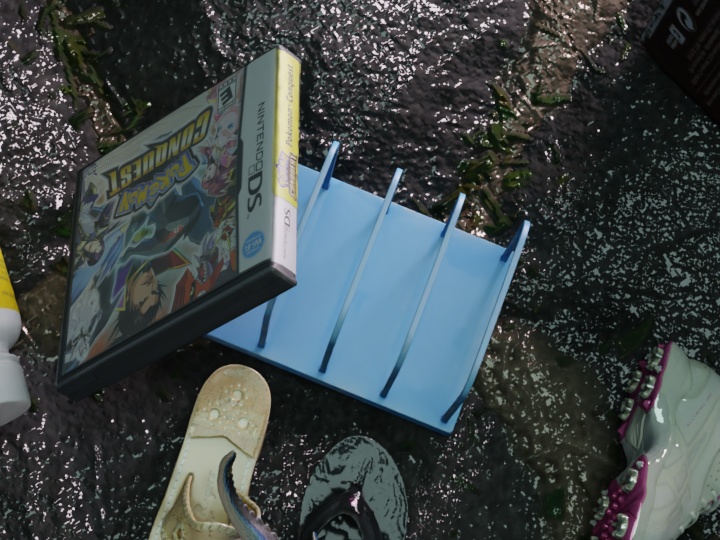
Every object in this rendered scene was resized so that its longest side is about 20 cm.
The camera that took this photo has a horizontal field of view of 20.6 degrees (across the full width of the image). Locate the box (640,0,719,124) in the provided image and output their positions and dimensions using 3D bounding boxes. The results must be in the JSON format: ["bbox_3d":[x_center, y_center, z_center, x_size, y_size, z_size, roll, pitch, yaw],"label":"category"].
[{"bbox_3d":[0.334,-0.195,1.402,0.200,0.166,0.164,-42,82,-15],"label":"box"}]

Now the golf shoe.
[{"bbox_3d":[0.212,0.147,1.339,0.091,0.075,0.201,24,64,-9],"label":"golf shoe"}]

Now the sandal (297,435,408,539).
[{"bbox_3d":[-0.016,0.207,1.320,0.075,0.048,0.202,18,75,-1],"label":"sandal"}]

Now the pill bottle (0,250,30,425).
[{"bbox_3d":[-0.290,0.009,1.312,0.113,0.114,0.202,-17,78,-10],"label":"pill bottle"}]

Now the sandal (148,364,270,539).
[{"bbox_3d":[-0.100,0.162,1.312,0.077,0.070,0.214,10,74,-3],"label":"sandal"}]

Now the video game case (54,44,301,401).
[{"bbox_3d":[-0.119,-0.031,1.288,0.025,0.199,0.182,33,43,-38],"label":"video game case"}]

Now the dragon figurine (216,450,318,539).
[{"bbox_3d":[-0.041,0.203,1.265,0.098,0.059,0.202,-7,97,-10],"label":"dragon figurine"}]

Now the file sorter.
[{"bbox_3d":[0.000,0.000,1.339,0.198,0.123,0.140,22,73,1],"label":"file sorter"}]
